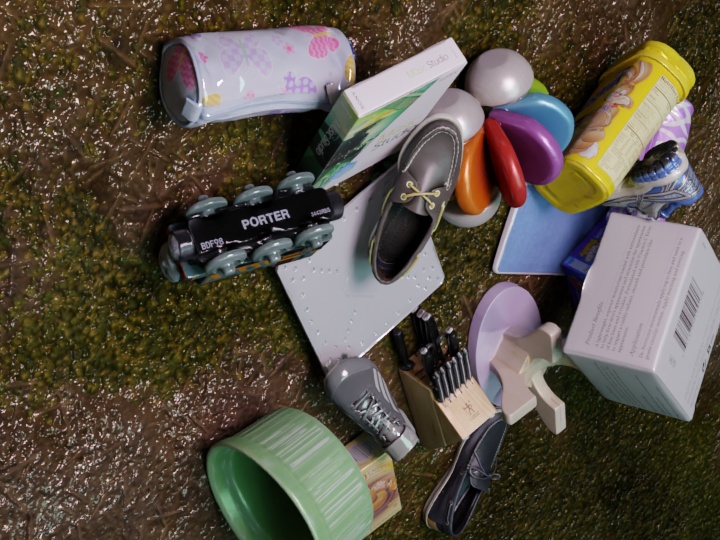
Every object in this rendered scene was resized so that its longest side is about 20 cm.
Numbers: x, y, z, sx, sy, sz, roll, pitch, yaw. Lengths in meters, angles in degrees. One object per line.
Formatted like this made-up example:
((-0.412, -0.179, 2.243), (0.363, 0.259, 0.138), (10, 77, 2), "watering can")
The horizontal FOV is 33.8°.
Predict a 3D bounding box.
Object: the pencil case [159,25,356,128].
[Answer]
((-0.098, -0.189, 1.158), (0.198, 0.092, 0.083), (-10, 164, -37), "pencil case")

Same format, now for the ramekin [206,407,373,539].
((-0.077, 0.256, 1.355), (0.097, 0.199, 0.202), (-34, 132, -33), "ramekin")

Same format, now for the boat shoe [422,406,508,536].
((0.162, 0.288, 1.684), (0.074, 0.062, 0.202), (32, 89, -45), "boat shoe")

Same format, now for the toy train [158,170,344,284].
((-0.113, -0.036, 1.218), (0.198, 0.086, 0.114), (-18, 168, -30), "toy train")

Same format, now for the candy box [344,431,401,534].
((-0.043, 0.310, 1.512), (0.199, 0.055, 0.117), (-32, 131, -24), "candy box")

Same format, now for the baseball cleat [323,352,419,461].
((0.023, 0.170, 1.438), (0.070, 0.107, 0.200), (-44, 150, 0), "baseball cleat")

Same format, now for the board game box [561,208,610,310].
((0.367, 0.014, 1.717), (0.135, 0.045, 0.201), (-46, 139, -16), "board game box")

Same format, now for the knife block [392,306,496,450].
((0.090, 0.139, 1.546), (0.064, 0.177, 0.200), (-34, 177, -21), "knife block")

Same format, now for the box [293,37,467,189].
((0.015, -0.154, 1.232), (0.143, 0.037, 0.200), (-31, 171, -26), "box")

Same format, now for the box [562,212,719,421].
((0.380, 0.062, 1.554), (0.200, 0.129, 0.201), (41, 68, -53), "box")

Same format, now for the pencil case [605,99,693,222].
((0.391, -0.145, 1.607), (0.085, 0.083, 0.203), (27, 76, -55), "pencil case")

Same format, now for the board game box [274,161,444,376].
((0.000, 0.000, 1.399), (0.199, 0.026, 0.201), (-41, 134, -18), "board game box")

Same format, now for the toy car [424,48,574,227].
((0.166, -0.143, 1.380), (0.199, 0.149, 0.176), (-39, 133, -19), "toy car")

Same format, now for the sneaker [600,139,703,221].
((0.358, -0.097, 1.495), (0.085, 0.200, 0.077), (44, 76, -11), "sneaker")

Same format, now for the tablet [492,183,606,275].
((0.262, -0.055, 1.616), (0.198, 0.014, 0.132), (1, 112, -43), "tablet")

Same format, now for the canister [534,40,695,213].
((0.314, -0.176, 1.488), (0.086, 0.148, 0.201), (40, 73, -8), "canister")

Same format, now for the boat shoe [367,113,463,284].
((0.063, -0.075, 1.308), (0.071, 0.061, 0.203), (18, 121, -8), "boat shoe")

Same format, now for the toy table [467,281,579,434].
((0.229, 0.125, 1.614), (0.183, 0.117, 0.201), (-41, 135, -17), "toy table")
